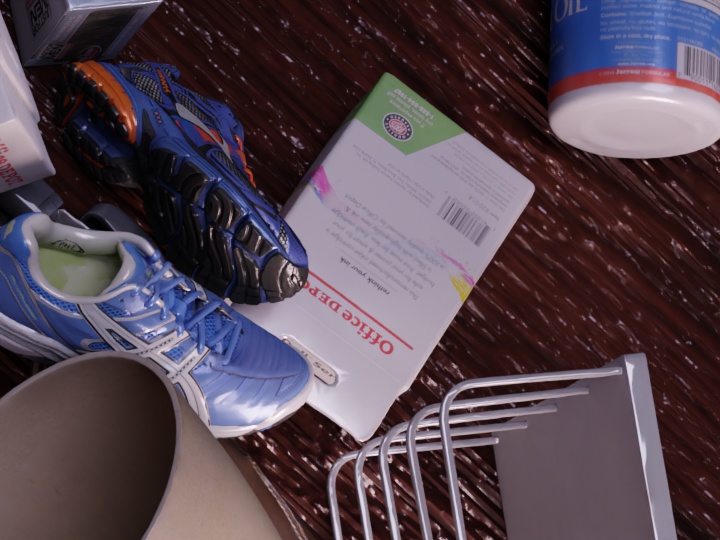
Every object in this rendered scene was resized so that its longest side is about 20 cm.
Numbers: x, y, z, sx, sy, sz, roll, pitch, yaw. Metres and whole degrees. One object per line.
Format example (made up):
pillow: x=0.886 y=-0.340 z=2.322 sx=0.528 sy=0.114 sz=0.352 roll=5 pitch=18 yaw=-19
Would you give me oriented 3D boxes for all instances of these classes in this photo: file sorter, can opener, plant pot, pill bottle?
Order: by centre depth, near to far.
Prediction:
plant pot: x=-0.108 y=0.175 z=1.418 sx=0.200 sy=0.187 sz=0.187 roll=45 pitch=61 yaw=-36
file sorter: x=0.075 y=0.140 z=1.489 sx=0.124 sy=0.200 sz=0.139 roll=-4 pitch=76 yaw=-20
can opener: x=-0.188 y=-0.038 z=1.530 sx=0.200 sy=0.053 sz=0.067 roll=45 pitch=32 yaw=-4
pill bottle: x=0.174 y=-0.180 z=1.669 sx=0.112 sy=0.112 sz=0.200 roll=10 pitch=71 yaw=-18

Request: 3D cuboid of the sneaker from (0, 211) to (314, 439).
sneaker: x=-0.115 y=0.030 z=1.441 sx=0.200 sy=0.077 sz=0.076 roll=20 pitch=54 yaw=-14

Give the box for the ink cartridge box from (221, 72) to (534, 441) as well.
ink cartridge box: x=0.000 y=0.000 z=1.572 sx=0.117 sy=0.067 sz=0.200 roll=37 pitch=64 yaw=-6

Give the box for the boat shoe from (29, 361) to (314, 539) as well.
boat shoe: x=-0.100 y=0.110 z=1.498 sx=0.202 sy=0.075 sz=0.075 roll=41 pitch=65 yaw=-6

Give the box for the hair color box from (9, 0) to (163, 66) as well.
hair color box: x=-0.174 y=-0.229 z=1.554 sx=0.061 sy=0.099 sz=0.200 roll=-7 pitch=78 yaw=-24

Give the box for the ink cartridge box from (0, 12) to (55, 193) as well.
ink cartridge box: x=-0.282 y=-0.096 z=1.412 sx=0.200 sy=0.147 sz=0.145 roll=-19 pitch=81 yaw=-3

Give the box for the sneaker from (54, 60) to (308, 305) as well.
sneaker: x=-0.089 y=-0.060 z=1.522 sx=0.078 sy=0.075 sz=0.200 roll=-21 pitch=56 yaw=-35
